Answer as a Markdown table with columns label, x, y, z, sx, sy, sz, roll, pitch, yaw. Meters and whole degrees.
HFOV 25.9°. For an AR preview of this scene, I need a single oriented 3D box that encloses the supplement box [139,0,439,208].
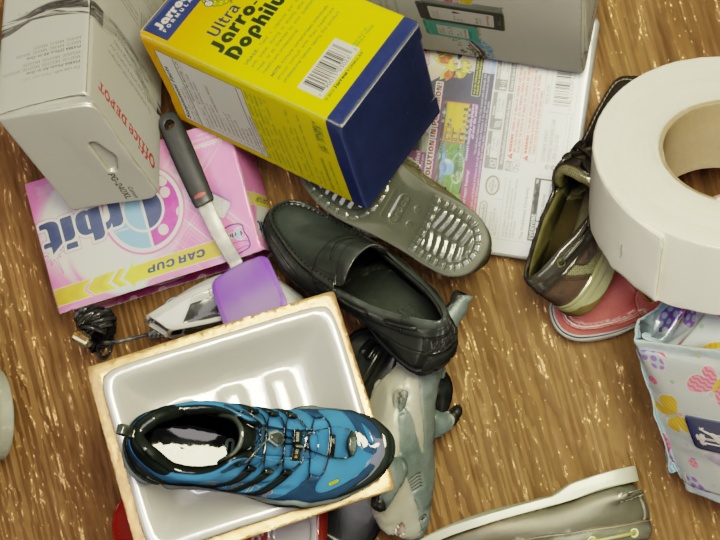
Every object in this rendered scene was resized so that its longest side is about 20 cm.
| label | x | y | z | sx | sy | sz | roll | pitch | yaw |
| --- | --- | --- | --- | --- | --- | --- | --- | --- | --- |
| supplement box | -0.053 | -0.155 | 1.222 | 0.199 | 0.109 | 0.110 | 27 | 68 | 25 |

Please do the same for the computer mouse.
| label | x | y | z | sx | sy | sz | roll | pitch | yaw |
| --- | --- | --- | --- | --- | --- | --- | --- | --- | --- |
| computer mouse | -0.142 | 0.032 | 1.312 | 0.198 | 0.110 | 0.044 | -11 | 77 | 1 |

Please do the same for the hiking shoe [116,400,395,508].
| label | x | y | z | sx | sy | sz | roll | pitch | yaw |
| --- | --- | --- | --- | --- | --- | --- | --- | --- | --- |
| hiking shoe | -0.071 | 0.130 | 1.107 | 0.198 | 0.087 | 0.075 | -1 | 79 | -6 |

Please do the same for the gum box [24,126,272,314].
| label | x | y | z | sx | sy | sz | roll | pitch | yaw |
| --- | --- | --- | --- | --- | --- | --- | --- | --- | --- |
| gum box | -0.180 | -0.042 | 1.326 | 0.198 | 0.066 | 0.115 | -17 | 85 | 11 |

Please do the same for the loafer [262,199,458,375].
| label | x | y | z | sx | sy | sz | roll | pitch | yaw |
| --- | --- | --- | --- | --- | --- | --- | --- | --- | --- |
| loafer | 0.000 | 0.000 | 1.230 | 0.068 | 0.071 | 0.200 | -36 | 60 | -26 |

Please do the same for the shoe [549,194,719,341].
| label | x | y | z | sx | sy | sz | roll | pitch | yaw |
| --- | --- | --- | --- | --- | --- | --- | --- | --- | --- |
| shoe | 0.235 | -0.006 | 1.226 | 0.199 | 0.091 | 0.072 | -28 | 84 | 10 |

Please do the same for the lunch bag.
| label | x | y | z | sx | sy | sz | roll | pitch | yaw |
| --- | --- | --- | --- | --- | --- | --- | --- | --- | --- |
| lunch bag | 0.315 | 0.087 | 1.162 | 0.198 | 0.128 | 0.171 | -12 | 124 | 13 |

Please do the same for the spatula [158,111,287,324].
| label | x | y | z | sx | sy | sz | roll | pitch | yaw |
| --- | --- | --- | --- | --- | --- | --- | --- | --- | --- |
| spatula | -0.117 | -0.039 | 1.266 | 0.056 | 0.021 | 0.202 | -26 | 83 | 7 |

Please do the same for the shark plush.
| label | x | y | z | sx | sy | sz | roll | pitch | yaw |
| --- | --- | --- | --- | --- | --- | --- | --- | --- | --- |
| shark plush | 0.044 | 0.114 | 1.269 | 0.083 | 0.091 | 0.202 | 17 | 81 | -27 |

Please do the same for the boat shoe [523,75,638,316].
| label | x | y | z | sx | sy | sz | roll | pitch | yaw |
| --- | --- | --- | --- | --- | --- | --- | --- | --- | --- |
| boat shoe | 0.184 | -0.067 | 1.228 | 0.073 | 0.064 | 0.202 | 1 | 69 | 53 |

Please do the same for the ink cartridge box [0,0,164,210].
| label | x | y | z | sx | sy | sz | roll | pitch | yaw |
| --- | --- | --- | --- | --- | --- | --- | --- | --- | --- |
| ink cartridge box | -0.221 | -0.171 | 1.260 | 0.082 | 0.146 | 0.202 | -10 | 59 | 12 |

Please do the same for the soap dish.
| label | x | y | z | sx | sy | sz | roll | pitch | yaw |
| --- | --- | --- | --- | --- | --- | --- | --- | --- | --- |
| soap dish | -0.091 | 0.122 | 1.193 | 0.198 | 0.081 | 0.159 | -17 | 81 | -8 |

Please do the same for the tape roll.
| label | x | y | z | sx | sy | sz | roll | pitch | yaw |
| --- | --- | --- | --- | --- | --- | --- | --- | --- | --- |
| tape roll | 0.264 | -0.063 | 1.131 | 0.200 | 0.071 | 0.204 | -2 | 48 | 2 |

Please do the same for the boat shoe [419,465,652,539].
| label | x | y | z | sx | sy | sz | roll | pitch | yaw |
| --- | --- | --- | --- | --- | --- | --- | --- | --- | --- |
| boat shoe | 0.133 | 0.214 | 1.254 | 0.200 | 0.072 | 0.061 | -20 | 80 | 7 |

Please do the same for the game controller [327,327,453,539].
| label | x | y | z | sx | sy | sz | roll | pitch | yaw |
| --- | --- | --- | --- | --- | --- | --- | --- | --- | --- |
| game controller | -0.006 | 0.151 | 1.307 | 0.104 | 0.042 | 0.201 | 29 | 96 | -4 |

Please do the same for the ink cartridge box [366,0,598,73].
| label | x | y | z | sx | sy | sz | roll | pitch | yaw |
| --- | --- | --- | --- | --- | --- | --- | --- | --- | --- |
| ink cartridge box | 0.091 | -0.260 | 1.219 | 0.198 | 0.146 | 0.148 | 10 | 76 | 11 |

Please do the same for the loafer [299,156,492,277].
| label | x | y | z | sx | sy | sz | roll | pitch | yaw |
| --- | --- | --- | --- | --- | --- | --- | --- | --- | --- |
| loafer | 0.028 | -0.053 | 1.263 | 0.200 | 0.070 | 0.075 | 40 | 96 | 26 |

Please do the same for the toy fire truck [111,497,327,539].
| label | x | y | z | sx | sy | sz | roll | pitch | yaw |
| --- | --- | --- | --- | --- | --- | --- | --- | --- | --- |
| toy fire truck | -0.102 | 0.165 | 1.272 | 0.166 | 0.112 | 0.202 | 0 | 80 | 14 |

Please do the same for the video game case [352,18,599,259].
| label | x | y | z | sx | sy | sz | roll | pitch | yaw |
| --- | --- | --- | --- | --- | --- | --- | --- | --- | --- |
| video game case | 0.094 | -0.117 | 1.294 | 0.180 | 0.023 | 0.202 | 8 | 92 | 12 |

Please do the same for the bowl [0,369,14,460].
| label | x | y | z | sx | sy | sz | roll | pitch | yaw |
| --- | --- | --- | --- | --- | --- | --- | --- | --- | --- |
| bowl | -0.357 | 0.125 | 1.330 | 0.107 | 0.199 | 0.203 | -2 | 88 | -31 |
